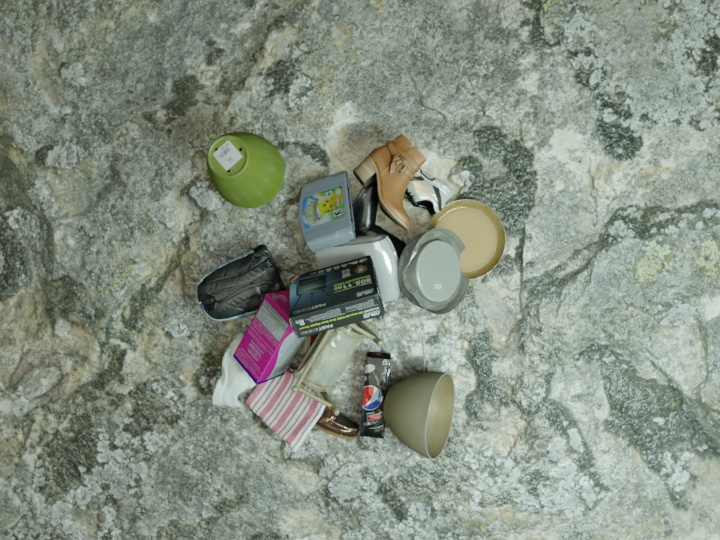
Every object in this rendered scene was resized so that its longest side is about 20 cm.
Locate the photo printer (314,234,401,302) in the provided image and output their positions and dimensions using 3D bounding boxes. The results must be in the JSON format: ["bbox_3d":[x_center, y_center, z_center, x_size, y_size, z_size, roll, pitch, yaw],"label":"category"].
[{"bbox_3d":[0.000,0.000,1.275,0.199,0.069,0.168,-5,110,24],"label":"photo printer"}]

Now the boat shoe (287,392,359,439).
[{"bbox_3d":[-0.093,0.360,1.331,0.199,0.070,0.071,20,97,1],"label":"boat shoe"}]

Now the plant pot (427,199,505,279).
[{"bbox_3d":[0.264,-0.077,1.336,0.198,0.027,0.202,0,92,1],"label":"plant pot"}]

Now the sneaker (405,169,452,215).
[{"bbox_3d":[0.127,-0.209,1.305,0.199,0.074,0.080,29,73,2],"label":"sneaker"}]

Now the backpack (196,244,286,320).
[{"bbox_3d":[-0.302,0.047,1.305,0.199,0.154,0.164,-27,97,-23],"label":"backpack"}]

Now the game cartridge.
[{"bbox_3d":[-0.084,-0.144,1.283,0.132,0.040,0.201,-18,57,17],"label":"game cartridge"}]

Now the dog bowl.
[{"bbox_3d":[0.172,0.001,1.253,0.199,0.058,0.202,-1,92,-35],"label":"dog bowl"}]

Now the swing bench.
[{"bbox_3d":[-0.062,0.200,1.259,0.129,0.200,0.200,31,91,-9],"label":"swing bench"}]

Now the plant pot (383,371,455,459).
[{"bbox_3d":[0.134,0.336,1.282,0.134,0.200,0.202,7,91,28],"label":"plant pot"}]

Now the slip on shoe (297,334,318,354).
[{"bbox_3d":[-0.130,0.109,1.335,0.074,0.061,0.202,5,92,40],"label":"slip on shoe"}]

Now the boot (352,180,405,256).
[{"bbox_3d":[0.045,-0.106,1.315,0.167,0.076,0.201,32,99,4],"label":"boot"}]

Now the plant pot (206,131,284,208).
[{"bbox_3d":[-0.290,-0.251,1.261,0.185,0.200,0.189,0,91,2],"label":"plant pot"}]

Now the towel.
[{"bbox_3d":[-0.187,0.328,1.310,0.199,0.030,0.147,33,92,32],"label":"towel"}]

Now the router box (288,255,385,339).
[{"bbox_3d":[-0.056,0.055,1.154,0.199,0.150,0.062,-16,125,4],"label":"router box"}]

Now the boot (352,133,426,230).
[{"bbox_3d":[0.097,-0.210,1.244,0.154,0.074,0.200,-38,90,-3],"label":"boot"}]

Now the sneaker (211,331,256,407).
[{"bbox_3d":[-0.305,0.253,1.341,0.099,0.078,0.201,16,100,-5],"label":"sneaker"}]

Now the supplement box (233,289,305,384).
[{"bbox_3d":[-0.201,0.155,1.254,0.103,0.101,0.201,43,115,22],"label":"supplement box"}]

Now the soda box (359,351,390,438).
[{"bbox_3d":[0.037,0.310,1.327,0.063,0.071,0.202,4,91,2],"label":"soda box"}]
